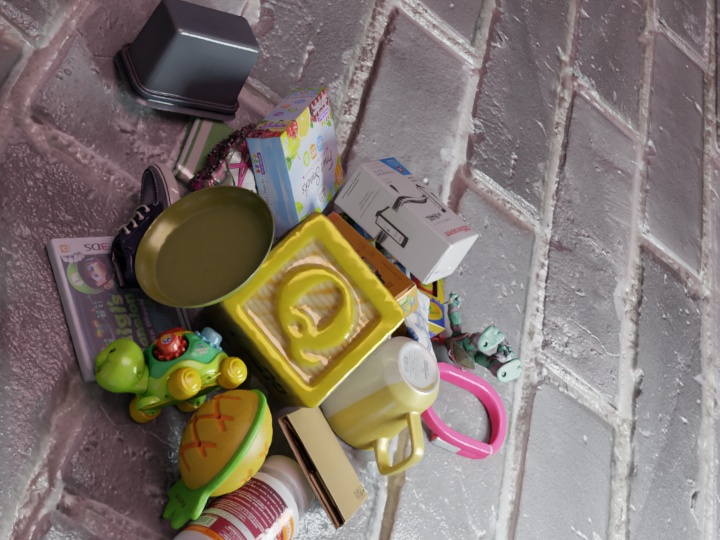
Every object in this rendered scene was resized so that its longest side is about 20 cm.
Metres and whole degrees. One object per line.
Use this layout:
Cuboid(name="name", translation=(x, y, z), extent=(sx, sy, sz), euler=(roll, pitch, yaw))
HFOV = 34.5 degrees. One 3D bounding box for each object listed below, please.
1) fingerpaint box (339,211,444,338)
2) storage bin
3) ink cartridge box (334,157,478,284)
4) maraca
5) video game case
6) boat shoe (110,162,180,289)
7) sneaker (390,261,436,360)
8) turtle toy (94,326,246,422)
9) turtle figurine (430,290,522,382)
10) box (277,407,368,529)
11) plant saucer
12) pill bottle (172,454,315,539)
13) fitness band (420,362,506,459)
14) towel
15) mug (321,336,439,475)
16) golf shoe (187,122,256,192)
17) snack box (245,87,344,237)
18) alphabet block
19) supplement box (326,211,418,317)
Cuboid(name="fingerpaint box", translation=(0.045, 0.007, 1.916), extent=(0.198, 0.073, 0.169), euler=(24, 51, -30))
Cuboid(name="storage bin", translation=(-0.258, -0.340, 1.798), extent=(0.198, 0.135, 0.147), euler=(7, 46, -40))
Cuboid(name="ink cartridge box", translation=(0.077, -0.082, 1.857), extent=(0.200, 0.085, 0.146), euler=(42, 22, 12))
Cuboid(name="maraca", translation=(-0.185, 0.238, 1.483), extent=(0.107, 0.137, 0.201), euler=(39, 79, -18))
Cuboid(name="video game case", translation=(-0.323, 0.046, 1.593), extent=(0.180, 0.023, 0.203), euler=(-4, 68, -44))
Cuboid(name="boat shoe", translation=(-0.302, -0.063, 1.613), extent=(0.092, 0.075, 0.203), euler=(3, 61, -34))
Cuboid(name="sneaker", translation=(0.086, 0.079, 1.816), extent=(0.088, 0.075, 0.202), euler=(-27, 96, -38))
Cuboid(name="turtle toy", translation=(-0.252, 0.129, 1.510), extent=(0.198, 0.145, 0.102), euler=(-8, 74, -44))
Cuboid(name="turtle figurine", translation=(0.191, 0.121, 1.928), extent=(0.149, 0.200, 0.101), euler=(38, 87, -20))
Cuboid(name="box", translation=(-0.050, 0.267, 1.624), extent=(0.165, 0.021, 0.200), euler=(60, 7, 6))
Cuboid(name="plant saucer", translation=(-0.202, -0.026, 1.537), extent=(0.031, 0.197, 0.202), euler=(65, 25, -49))
Cuboid(name="pill bottle", translation=(-0.148, 0.332, 1.508), extent=(0.110, 0.109, 0.200), euler=(53, 42, -2))
Cuboid(name="fitness band", translation=(0.166, 0.230, 1.915), extent=(0.198, 0.037, 0.145), euler=(26, 49, -30))
Cuboid(name="towel", translation=(-0.196, -0.151, 1.835), extent=(0.199, 0.023, 0.154), euler=(35, 46, -23))
Cuboid(name="mug", translation=(0.051, 0.189, 1.749), extent=(0.188, 0.153, 0.149), euler=(55, 41, 0))
Cuboid(name="golf shoe", translation=(-0.193, -0.147, 1.770), extent=(0.092, 0.072, 0.201), euler=(53, 37, -23))
Cuboid(name="snack box", translation=(-0.099, -0.172, 1.827), extent=(0.200, 0.067, 0.171), euler=(-55, 140, -54))
Cuboid(name="alphabet block", translation=(-0.083, 0.061, 1.624), extent=(0.195, 0.200, 0.197), euler=(-44, 96, -16))
Cuboid(name="supplement box", translation=(0.000, 0.000, 1.746), extent=(0.066, 0.069, 0.200), euler=(-34, 53, -20))
